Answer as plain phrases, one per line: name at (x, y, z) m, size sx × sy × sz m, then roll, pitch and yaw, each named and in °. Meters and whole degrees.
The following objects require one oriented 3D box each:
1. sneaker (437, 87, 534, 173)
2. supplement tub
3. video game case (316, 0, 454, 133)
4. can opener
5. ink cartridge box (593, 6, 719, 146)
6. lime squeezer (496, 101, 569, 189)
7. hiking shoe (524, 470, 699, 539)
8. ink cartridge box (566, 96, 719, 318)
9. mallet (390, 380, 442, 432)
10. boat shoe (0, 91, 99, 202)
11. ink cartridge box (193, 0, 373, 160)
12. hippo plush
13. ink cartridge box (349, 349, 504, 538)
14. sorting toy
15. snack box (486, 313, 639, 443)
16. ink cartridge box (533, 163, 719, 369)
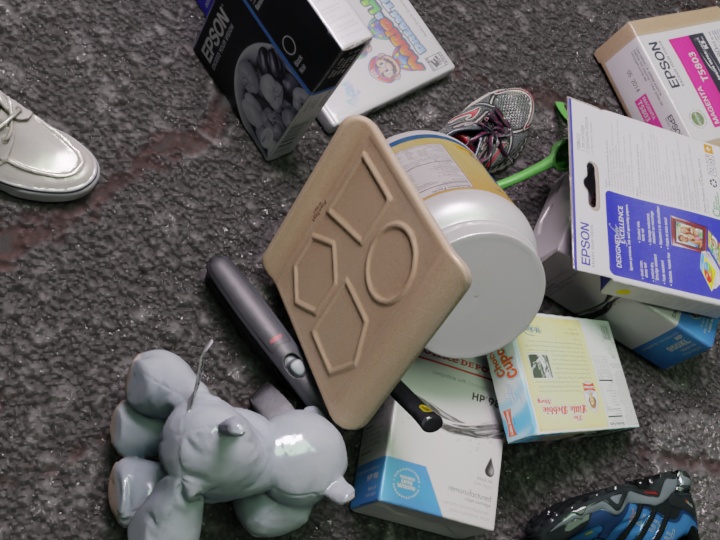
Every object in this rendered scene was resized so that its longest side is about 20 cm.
sneaker at (0.128, -0.137, 1.000) m, size 0.081 × 0.075 × 0.200 m, roll 47°, pitch 59°, yaw 0°
supplement tub at (0.072, -0.027, 0.845) m, size 0.145 × 0.145 × 0.200 m, roll 9°, pitch 28°, yaw -20°
video game case at (-0.018, -0.266, 1.020) m, size 0.182 × 0.024 × 0.200 m, roll -31°, pitch 84°, yaw -30°
can opener at (-0.079, 0.071, 0.833) m, size 0.079 × 0.063 × 0.200 m, roll -28°, pitch 82°, yaw -29°
ink cartridge box at (0.408, -0.216, 1.153) m, size 0.165 × 0.075 × 0.200 m, roll -17°, pitch 77°, yaw -29°
lime squeezer at (0.215, -0.139, 1.021) m, size 0.071 × 0.038 × 0.200 m, roll 22°, pitch 45°, yaw 18°
hiking shoe at (0.252, 0.250, 0.895) m, size 0.200 × 0.074 × 0.087 m, roll -8°, pitch 72°, yaw -26°
ink cartridge box at (0.289, -0.063, 0.960) m, size 0.200 × 0.047 × 0.198 m, roll 12°, pitch 65°, yaw -17°
mallet at (0.025, 0.088, 0.815) m, size 0.066 × 0.200 × 0.041 m, roll 3°, pitch 108°, yaw -33°
boat shoe at (-0.321, -0.124, 0.805) m, size 0.200 × 0.070 × 0.071 m, roll 26°, pitch 61°, yaw -11°
ink cartridge box at (-0.094, -0.235, 0.875) m, size 0.043 × 0.198 × 0.200 m, roll -28°, pitch 81°, yaw -33°
hippo plush at (-0.097, 0.135, 0.752) m, size 0.161 × 0.200 × 0.159 m, roll 9°, pitch 36°, yaw -37°
ink cartridge box at (0.070, 0.134, 0.869) m, size 0.116 × 0.067 × 0.200 m, roll 18°, pitch 63°, yaw -16°
sorting toy at (0.000, 0.000, 0.772) m, size 0.036 × 0.185 × 0.200 m, roll 6°, pitch 39°, yaw -39°
snack box at (0.197, 0.104, 0.908) m, size 0.200 × 0.037 × 0.116 m, roll 8°, pitch 64°, yaw -48°
ink cartridge box at (0.290, -0.010, 1.012) m, size 0.200 × 0.084 × 0.145 m, roll 31°, pitch 60°, yaw -8°
